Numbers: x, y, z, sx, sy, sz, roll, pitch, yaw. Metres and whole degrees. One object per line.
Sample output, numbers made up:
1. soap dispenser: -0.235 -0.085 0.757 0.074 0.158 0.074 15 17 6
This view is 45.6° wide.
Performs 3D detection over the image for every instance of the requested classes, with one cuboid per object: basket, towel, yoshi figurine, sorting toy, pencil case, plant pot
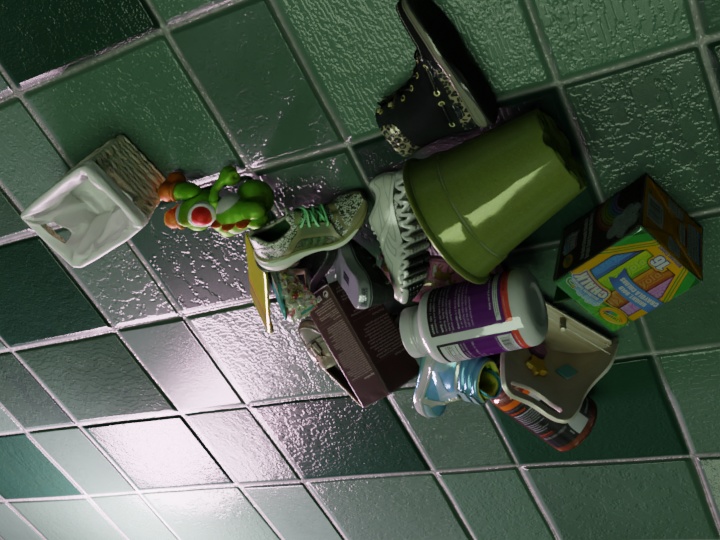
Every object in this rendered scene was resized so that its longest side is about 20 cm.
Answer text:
1. basket: -0.431 -0.115 1.406 0.200 0.123 0.136 -25 117 35
2. towel: -0.166 0.023 1.431 0.018 0.086 0.200 -21 151 -16
3. yoshi figurine: -0.217 -0.108 1.367 0.200 0.112 0.112 10 171 29
4. sorting toy: 0.280 0.142 1.319 0.200 0.180 0.107 30 133 -6
5. pencil case: 0.126 0.013 1.334 0.199 0.087 0.083 7 175 16
6. plant pot: 0.190 -0.115 1.145 0.190 0.200 0.200 -33 113 25

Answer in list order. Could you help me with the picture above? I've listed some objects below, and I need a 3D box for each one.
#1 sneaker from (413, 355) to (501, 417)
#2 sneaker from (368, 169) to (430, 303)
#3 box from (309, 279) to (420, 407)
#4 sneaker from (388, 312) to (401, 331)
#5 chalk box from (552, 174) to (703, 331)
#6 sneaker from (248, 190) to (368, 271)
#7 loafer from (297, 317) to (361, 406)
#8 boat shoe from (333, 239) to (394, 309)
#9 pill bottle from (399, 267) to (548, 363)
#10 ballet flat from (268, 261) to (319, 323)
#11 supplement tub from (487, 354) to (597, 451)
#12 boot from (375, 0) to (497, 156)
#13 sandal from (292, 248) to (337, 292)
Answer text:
1. sneaker: 0.159 0.195 1.383 0.130 0.080 0.200 27 143 23
2. sneaker: 0.055 -0.051 1.279 0.081 0.075 0.201 1 97 32
3. box: 0.004 0.108 1.388 0.075 0.100 0.200 -36 82 39
4. sneaker: 0.069 0.101 1.435 0.085 0.078 0.200 36 133 -11
5. chalk box: 0.357 -0.010 1.196 0.124 0.125 0.200 38 133 -13
6. sneaker: -0.082 -0.069 1.293 0.200 0.077 0.089 -28 151 3
7. loafer: -0.039 0.167 1.544 0.200 0.063 0.072 44 131 -18
8. boat shoe: 0.000 0.000 1.314 0.056 0.200 0.069 -4 119 -14
9. pill bottle: 0.161 0.070 1.240 0.200 0.113 0.113 -15 123 28
10. ballet flat: -0.119 0.002 1.380 0.064 0.200 0.076 -18 144 -12
11. supplement tub: 0.288 0.207 1.425 0.200 0.107 0.107 36 133 -12
12. boot: 0.070 -0.250 1.132 0.154 0.074 0.204 -21 118 37
13. sandal: -0.072 0.005 1.409 0.048 0.076 0.200 2 152 -27
